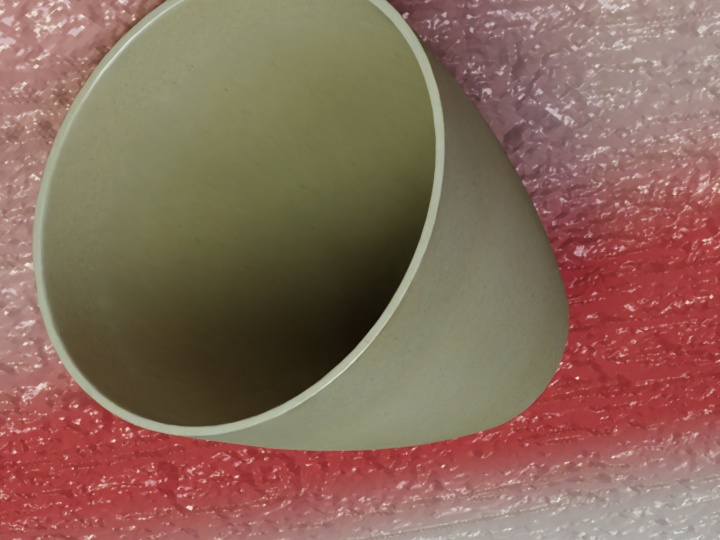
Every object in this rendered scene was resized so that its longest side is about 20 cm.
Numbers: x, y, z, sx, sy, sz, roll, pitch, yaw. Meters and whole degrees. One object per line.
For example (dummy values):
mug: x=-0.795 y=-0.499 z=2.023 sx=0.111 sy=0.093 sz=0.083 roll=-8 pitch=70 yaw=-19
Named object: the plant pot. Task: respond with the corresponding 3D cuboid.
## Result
plant pot: x=0.000 y=0.000 z=0.945 sx=0.187 sy=0.187 sz=0.200 roll=-36 pitch=147 yaw=16
